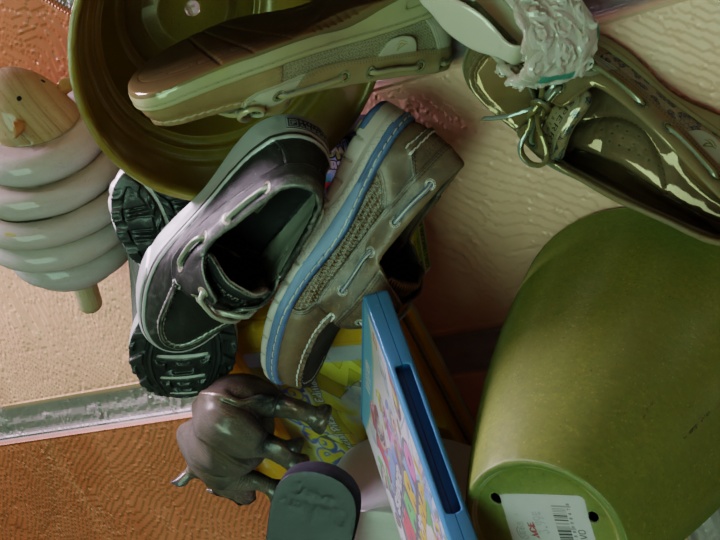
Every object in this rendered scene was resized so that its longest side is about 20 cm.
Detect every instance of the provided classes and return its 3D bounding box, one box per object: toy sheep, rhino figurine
[{"bbox_3d":[-0.215,-0.053,1.022,0.137,0.138,0.201,10,136,26],"label":"toy sheep"},{"bbox_3d":[-0.087,0.126,1.034,0.087,0.060,0.200,24,152,-6],"label":"rhino figurine"}]

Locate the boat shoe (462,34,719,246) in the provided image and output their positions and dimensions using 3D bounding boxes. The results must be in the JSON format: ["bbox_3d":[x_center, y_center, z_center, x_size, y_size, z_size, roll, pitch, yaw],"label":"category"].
[{"bbox_3d":[0.142,-0.080,0.831,0.199,0.063,0.074,27,129,15],"label":"boat shoe"}]

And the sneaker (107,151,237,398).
[{"bbox_3d":[-0.121,-0.001,0.978,0.073,0.080,0.201,-4,123,-3],"label":"sneaker"}]

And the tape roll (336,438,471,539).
[{"bbox_3d":[0.060,0.204,1.013,0.201,0.071,0.203,17,139,16],"label":"tape roll"}]

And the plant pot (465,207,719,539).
[{"bbox_3d":[0.141,0.090,0.844,0.186,0.200,0.188,14,123,23],"label":"plant pot"}]

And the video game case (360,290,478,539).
[{"bbox_3d":[0.035,0.131,0.854,0.018,0.201,0.143,-13,145,-9],"label":"video game case"}]

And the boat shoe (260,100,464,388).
[{"bbox_3d":[0.000,0.000,0.899,0.072,0.072,0.201,31,120,12],"label":"boat shoe"}]

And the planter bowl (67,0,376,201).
[{"bbox_3d":[-0.090,-0.149,0.886,0.083,0.199,0.201,42,144,54],"label":"planter bowl"}]

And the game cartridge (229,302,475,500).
[{"bbox_3d":[-0.020,0.097,1.033,0.199,0.032,0.177,-8,124,34],"label":"game cartridge"}]

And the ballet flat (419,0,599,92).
[{"bbox_3d":[0.047,-0.174,0.799,0.200,0.072,0.072,47,132,17],"label":"ballet flat"}]

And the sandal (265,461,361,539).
[{"bbox_3d":[-0.040,0.222,0.949,0.076,0.043,0.201,4,107,10],"label":"sandal"}]

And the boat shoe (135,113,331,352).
[{"bbox_3d":[-0.081,-0.005,0.878,0.070,0.064,0.200,16,133,-23],"label":"boat shoe"}]

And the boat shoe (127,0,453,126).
[{"bbox_3d":[-0.034,-0.115,0.839,0.073,0.200,0.063,28,137,52],"label":"boat shoe"}]

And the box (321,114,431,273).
[{"bbox_3d":[-0.055,-0.050,0.984,0.199,0.035,0.111,5,119,29],"label":"box"}]
